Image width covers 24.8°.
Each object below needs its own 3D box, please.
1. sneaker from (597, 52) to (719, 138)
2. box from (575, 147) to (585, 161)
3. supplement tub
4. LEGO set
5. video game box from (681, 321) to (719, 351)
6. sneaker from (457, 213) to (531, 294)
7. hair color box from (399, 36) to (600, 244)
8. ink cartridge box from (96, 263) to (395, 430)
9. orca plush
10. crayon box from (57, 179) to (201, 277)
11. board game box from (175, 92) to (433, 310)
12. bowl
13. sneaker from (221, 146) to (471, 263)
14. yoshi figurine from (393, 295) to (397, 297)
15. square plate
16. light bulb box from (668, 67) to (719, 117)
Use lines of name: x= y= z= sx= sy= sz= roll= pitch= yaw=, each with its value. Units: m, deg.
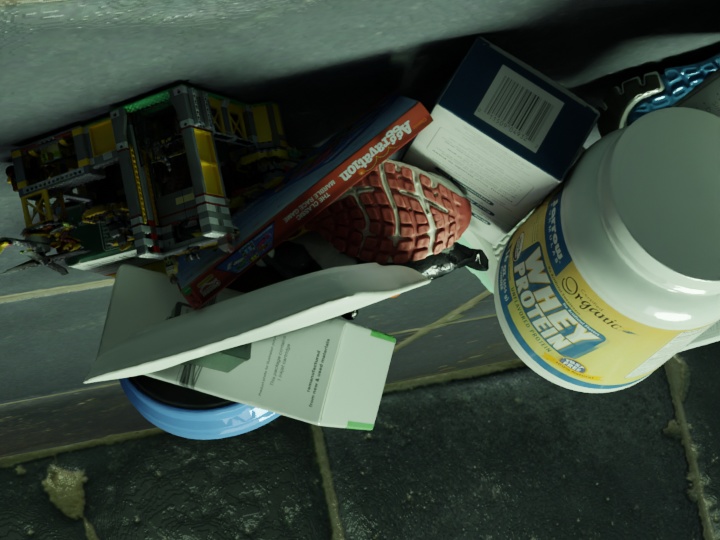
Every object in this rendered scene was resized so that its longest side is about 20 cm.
sneaker: x=0.285 y=-0.140 z=1.267 sx=0.199 sy=0.076 sz=0.087 roll=-11 pitch=-177 yaw=18
box: x=0.192 y=-0.037 z=1.327 sx=0.048 sy=0.200 sz=0.158 roll=-43 pitch=171 yaw=-1
supplement tub: x=0.187 y=-0.012 z=1.125 sx=0.144 sy=0.146 sz=0.200 roll=-9 pitch=160 yaw=-20
LEGO set: x=-0.138 y=-0.040 z=1.104 sx=0.199 sy=0.117 sz=0.154 roll=-15 pitch=170 yaw=15
video game box: x=0.274 y=-0.024 z=1.489 sx=0.182 sy=0.202 sz=0.047 roll=-20 pitch=169 yaw=42
sneaker: x=0.109 y=-0.026 z=1.372 sx=0.074 sy=0.201 sz=0.118 roll=-41 pitch=-178 yaw=-9
hair color box: x=0.091 y=-0.087 z=1.165 sx=0.100 sy=0.061 sz=0.200 roll=32 pitch=166 yaw=-1
ink cartridge box: x=-0.090 y=0.063 z=1.322 sx=0.199 sy=0.085 sz=0.146 roll=14 pitch=178 yaw=19
orca plush: x=0.000 y=0.000 z=1.259 sx=0.198 sy=0.072 sz=0.105 roll=1 pitch=-152 yaw=12
crayon box: x=-0.151 y=-0.030 z=1.358 sx=0.126 sy=0.051 sz=0.200 roll=-14 pitch=170 yaw=13
board game box: x=-0.043 y=-0.050 z=1.112 sx=0.200 sy=0.019 sz=0.103 roll=-38 pitch=-165 yaw=-2
bowl: x=-0.127 y=0.051 z=1.454 sx=0.199 sy=0.202 sz=0.039 roll=-13 pitch=147 yaw=6
sneaker: x=-0.010 y=-0.060 z=1.214 sx=0.199 sy=0.078 sz=0.082 roll=11 pitch=-155 yaw=23
yoshi figurine: x=0.094 y=-0.039 z=1.466 sx=0.199 sy=0.113 sz=0.112 roll=-18 pitch=163 yaw=17
square plate: x=-0.068 y=0.031 z=1.131 sx=0.197 sy=0.029 sz=0.200 roll=-18 pitch=177 yaw=17
light bulb box: x=0.336 y=-0.085 z=1.102 sx=0.125 sy=0.199 sz=0.200 roll=-37 pitch=180 yaw=-29
